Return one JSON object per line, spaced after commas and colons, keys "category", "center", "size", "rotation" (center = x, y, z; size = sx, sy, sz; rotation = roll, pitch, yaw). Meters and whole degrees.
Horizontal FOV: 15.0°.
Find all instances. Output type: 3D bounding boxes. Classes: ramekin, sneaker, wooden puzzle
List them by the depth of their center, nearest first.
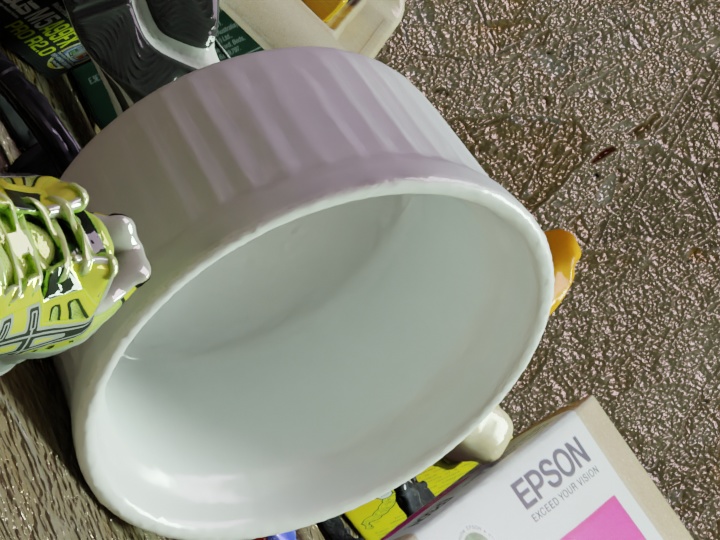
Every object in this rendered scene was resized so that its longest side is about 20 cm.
{"category": "sneaker", "center": [-0.122, -0.007, 0.867], "size": [0.200, 0.076, 0.076], "rotation": [2, 65, -83]}
{"category": "ramekin", "center": [-0.033, 0.006, 1.082], "size": [0.098, 0.200, 0.201], "rotation": [59, 1, 37]}
{"category": "sneaker", "center": [-0.105, -0.095, 1.264], "size": [0.115, 0.076, 0.201], "rotation": [-15, -84, 68]}
{"category": "wooden puzzle", "center": [-0.054, -0.176, 1.356], "size": [0.185, 0.037, 0.200], "rotation": [44, 18, -5]}

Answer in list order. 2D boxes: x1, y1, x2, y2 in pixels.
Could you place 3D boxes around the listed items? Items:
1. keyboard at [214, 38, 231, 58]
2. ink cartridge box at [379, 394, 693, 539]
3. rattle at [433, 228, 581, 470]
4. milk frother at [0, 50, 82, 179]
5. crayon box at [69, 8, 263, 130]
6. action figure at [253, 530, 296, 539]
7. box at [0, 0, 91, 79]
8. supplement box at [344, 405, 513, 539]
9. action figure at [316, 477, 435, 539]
{"category": "keyboard", "center": [-0.085, -0.104, 1.361], "size": [0.104, 0.040, 0.200], "rotation": [40, -26, 58]}
{"category": "ink cartridge box", "center": [0.086, 0.174, 1.309], "size": [0.165, 0.075, 0.200], "rotation": [56, 41, 2]}
{"category": "rattle", "center": [0.000, 0.000, 1.311], "size": [0.200, 0.143, 0.130], "rotation": [34, 4, -15]}
{"category": "milk frother", "center": [-0.096, -0.144, 1.140], "size": [0.181, 0.188, 0.200], "rotation": [-106, 170, -54]}
{"category": "crayon box", "center": [-0.094, -0.146, 1.518], "size": [0.200, 0.126, 0.052], "rotation": [-98, 162, -74]}
{"category": "action figure", "center": [-0.035, 0.122, 1.205], "size": [0.099, 0.065, 0.200], "rotation": [41, 23, -56]}
{"category": "box", "center": [-0.186, -0.202, 1.297], "size": [0.160, 0.044, 0.200], "rotation": [45, 21, -77]}
{"category": "supplement box", "center": [0.028, 0.098, 1.723], "size": [0.200, 0.109, 0.109], "rotation": [57, 9, -62]}
{"category": "action figure", "center": [-0.008, 0.081, 1.427], "size": [0.102, 0.119, 0.200], "rotation": [-115, -176, -62]}
